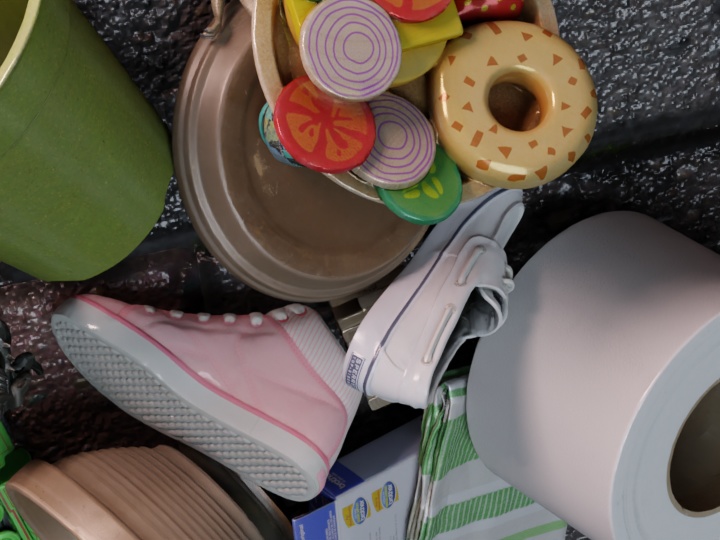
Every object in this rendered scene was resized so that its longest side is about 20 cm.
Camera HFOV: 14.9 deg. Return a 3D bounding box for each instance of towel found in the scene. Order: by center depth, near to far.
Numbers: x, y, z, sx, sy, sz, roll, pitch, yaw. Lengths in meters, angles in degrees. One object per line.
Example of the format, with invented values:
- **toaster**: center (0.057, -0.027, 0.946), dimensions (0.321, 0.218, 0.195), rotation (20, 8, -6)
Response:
- **towel**: center (0.093, 0.143, 1.849), dimensions (0.153, 0.023, 0.200), rotation (-15, 124, -37)

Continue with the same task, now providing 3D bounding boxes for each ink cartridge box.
- **ink cartridge box**: center (0.030, 0.162, 1.846), dimensions (0.200, 0.042, 0.119), rotation (-28, 131, -30)

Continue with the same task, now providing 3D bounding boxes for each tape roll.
- **tape roll**: center (0.186, 0.079, 1.775), dimensions (0.203, 0.139, 0.203), rotation (-23, 128, -32)

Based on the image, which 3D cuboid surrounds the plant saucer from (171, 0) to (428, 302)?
- **plant saucer**: center (-0.022, -0.080, 1.655), dimensions (0.200, 0.029, 0.200), rotation (-2, 94, -35)

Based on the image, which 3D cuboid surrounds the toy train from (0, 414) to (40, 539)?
- **toy train**: center (-0.230, 0.151, 1.809), dimensions (0.056, 0.042, 0.200), rotation (-30, 127, -9)

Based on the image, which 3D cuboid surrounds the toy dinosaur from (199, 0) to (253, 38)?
- **toy dinosaur**: center (-0.065, -0.205, 1.601), dimensions (0.101, 0.058, 0.200), rotation (1, 90, -2)

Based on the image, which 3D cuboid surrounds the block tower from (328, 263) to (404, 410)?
- **block tower**: center (0.000, 0.000, 1.764), dimensions (0.058, 0.054, 0.200), rotation (-23, 127, -1)

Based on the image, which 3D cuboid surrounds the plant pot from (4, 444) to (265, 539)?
- **plant pot**: center (-0.124, 0.176, 1.743), dimensions (0.093, 0.201, 0.201), rotation (-45, 127, -15)

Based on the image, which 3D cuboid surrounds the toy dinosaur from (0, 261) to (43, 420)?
- **toy dinosaur**: center (-0.252, 0.022, 1.662), dimensions (0.200, 0.102, 0.136), rotation (-21, 118, -11)

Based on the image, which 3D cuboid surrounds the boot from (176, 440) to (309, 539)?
- **boot**: center (-0.090, 0.177, 1.844), dimensions (0.097, 0.075, 0.200), rotation (-35, 127, 5)

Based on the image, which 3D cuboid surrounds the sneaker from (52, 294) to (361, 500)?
- **sneaker**: center (-0.090, 0.054, 1.752), dimensions (0.200, 0.105, 0.075), rotation (31, 151, 3)

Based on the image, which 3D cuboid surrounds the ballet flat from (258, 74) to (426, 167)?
- **ballet flat**: center (0.028, -0.125, 1.626), dimensions (0.200, 0.074, 0.074), rotation (-46, 130, -22)

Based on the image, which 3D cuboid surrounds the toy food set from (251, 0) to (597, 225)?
- **toy food set**: center (0.030, -0.127, 1.564), dimensions (0.198, 0.049, 0.200), rotation (-17, 88, -25)

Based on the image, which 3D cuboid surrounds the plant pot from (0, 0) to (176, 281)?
- **plant pot**: center (-0.206, -0.089, 1.581), dimensions (0.200, 0.200, 0.190), rotation (-38, 138, 10)

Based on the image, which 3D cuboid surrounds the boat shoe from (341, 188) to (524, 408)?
- **boat shoe**: center (0.062, 0.016, 1.718), dimensions (0.065, 0.200, 0.074), rotation (25, 143, 16)
